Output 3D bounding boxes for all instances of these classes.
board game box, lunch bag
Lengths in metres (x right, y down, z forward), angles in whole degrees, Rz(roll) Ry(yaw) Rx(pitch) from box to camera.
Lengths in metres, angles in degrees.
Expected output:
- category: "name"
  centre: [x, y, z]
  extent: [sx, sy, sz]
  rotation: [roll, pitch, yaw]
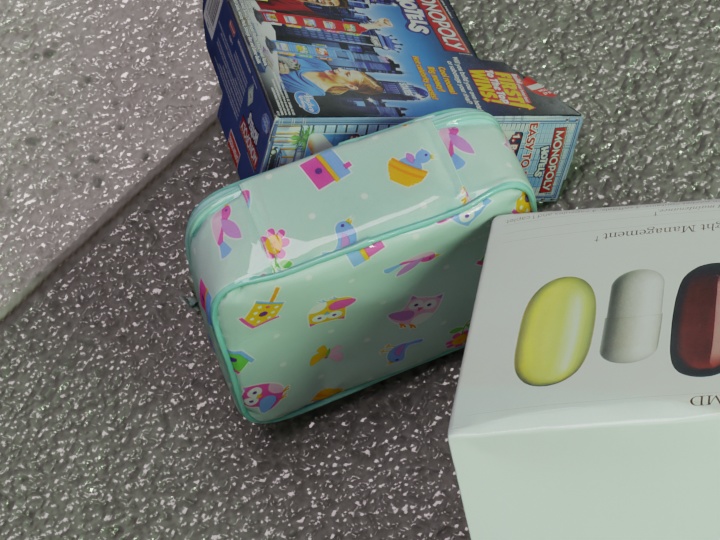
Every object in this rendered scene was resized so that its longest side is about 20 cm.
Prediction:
- category: "board game box"
  centre: [0.018, -0.101, 1.754]
  extent: [0.199, 0.062, 0.200]
  rotation: [7, 31, -18]
- category: "lunch bag"
  centre: [0.000, 0.000, 1.669]
  extent: [0.199, 0.161, 0.077]
  rotation: [-20, 58, -5]

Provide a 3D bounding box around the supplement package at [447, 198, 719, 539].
- category: "supplement package"
  centre: [0.157, 0.076, 1.536]
  extent: [0.190, 0.148, 0.200]
  rotation: [-5, 32, 13]
